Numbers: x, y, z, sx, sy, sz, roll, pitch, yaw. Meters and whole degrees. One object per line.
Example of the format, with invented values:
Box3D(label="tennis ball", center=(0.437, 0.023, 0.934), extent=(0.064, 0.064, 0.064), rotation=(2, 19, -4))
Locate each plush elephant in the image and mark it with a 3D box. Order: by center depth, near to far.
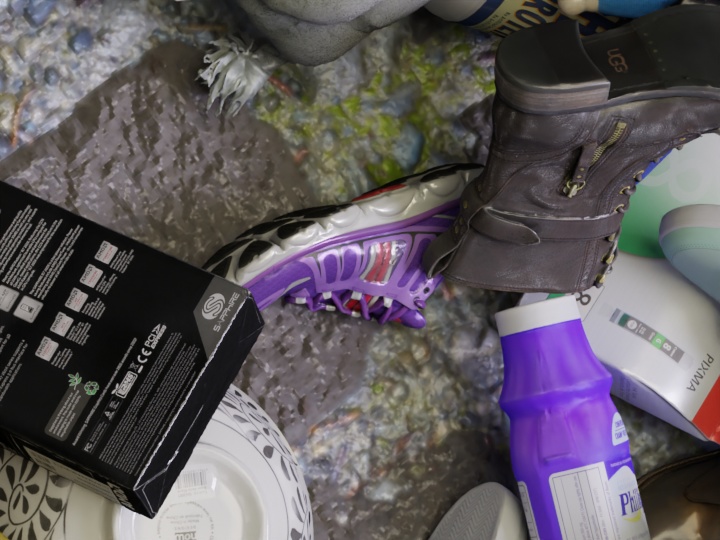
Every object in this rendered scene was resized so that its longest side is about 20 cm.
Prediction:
Box3D(label="plush elephant", center=(-0.049, -0.197, 1.544), extent=(0.200, 0.165, 0.155), rotation=(-37, 119, 11))

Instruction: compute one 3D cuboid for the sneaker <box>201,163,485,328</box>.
Box3D(label="sneaker", center=(0.000, 0.000, 1.587), extent=(0.200, 0.081, 0.084), rotation=(-18, 96, -23))

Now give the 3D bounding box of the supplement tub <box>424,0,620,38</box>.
Box3D(label="supplement tub", center=(0.145, -0.188, 1.633), extent=(0.200, 0.145, 0.145), rotation=(17, 76, -18))

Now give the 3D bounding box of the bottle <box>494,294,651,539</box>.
Box3D(label="bottle", center=(0.121, 0.115, 1.580), extent=(0.065, 0.084, 0.200), rotation=(-14, 86, 13))

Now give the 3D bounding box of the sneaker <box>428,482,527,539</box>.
Box3D(label="sneaker", center=(0.077, 0.229, 1.592), extent=(0.116, 0.074, 0.200), rotation=(27, 72, -27))

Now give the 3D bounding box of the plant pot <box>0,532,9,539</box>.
Box3D(label="plant pot", center=(-0.241, 0.207, 1.395), extent=(0.176, 0.200, 0.200), rotation=(29, 73, -17))

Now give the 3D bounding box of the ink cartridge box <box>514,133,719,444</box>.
Box3D(label="ink cartridge box", center=(0.211, 0.014, 1.634), extent=(0.200, 0.050, 0.161), rotation=(27, 69, 19))

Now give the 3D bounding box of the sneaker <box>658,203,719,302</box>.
Box3D(label="sneaker", center=(0.236, 0.052, 1.571), extent=(0.200, 0.074, 0.118), rotation=(33, 64, -1))

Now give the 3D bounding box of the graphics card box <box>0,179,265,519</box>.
Box3D(label="graphics card box", center=(-0.165, 0.032, 1.478), extent=(0.200, 0.051, 0.126), rotation=(22, 70, 19))

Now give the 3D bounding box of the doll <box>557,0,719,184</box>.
Box3D(label="doll", center=(0.160, -0.111, 1.571), extent=(0.136, 0.200, 0.048), rotation=(40, 29, -14))

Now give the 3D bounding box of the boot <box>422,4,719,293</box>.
Box3D(label="boot", center=(0.140, -0.057, 1.546), extent=(0.200, 0.174, 0.069), rotation=(-1, 46, -10))

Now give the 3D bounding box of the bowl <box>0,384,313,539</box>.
Box3D(label="bowl", center=(-0.103, 0.140, 1.515), extent=(0.201, 0.094, 0.201), rotation=(3, 81, -22))

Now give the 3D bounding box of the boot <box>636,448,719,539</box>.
Box3D(label="boot", center=(0.213, 0.140, 1.636), extent=(0.200, 0.097, 0.075), rotation=(-32, 96, -22))
